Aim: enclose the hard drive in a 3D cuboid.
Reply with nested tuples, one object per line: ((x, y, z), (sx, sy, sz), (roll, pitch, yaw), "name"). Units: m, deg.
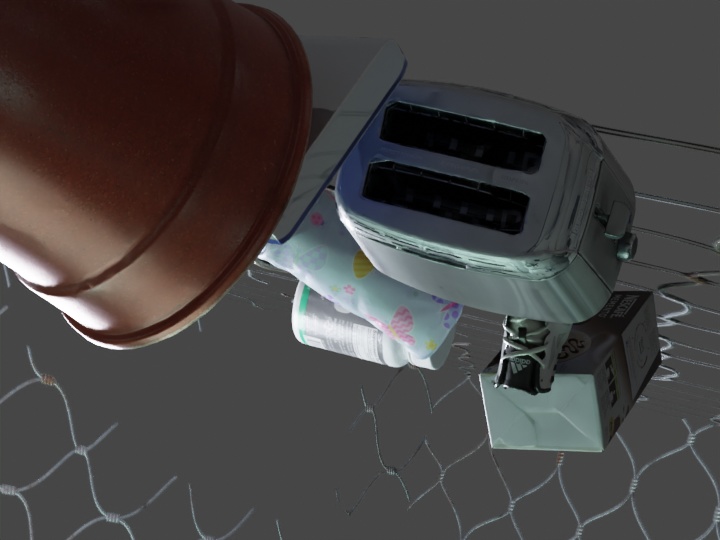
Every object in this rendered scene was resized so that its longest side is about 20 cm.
((-0.081, -0.081, 0.892), (0.198, 0.133, 0.025), (10, 147, 44), "hard drive")

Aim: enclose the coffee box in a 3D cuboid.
((0.203, 0.091, 1.482), (0.112, 0.081, 0.200), (-1, -160, 28), "coffee box")

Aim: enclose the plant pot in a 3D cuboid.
((-0.159, -0.091, 0.778), (0.199, 0.203, 0.195), (9, 163, 46), "plant pot")

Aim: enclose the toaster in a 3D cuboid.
((0.066, -0.045, 0.937), (0.198, 0.115, 0.129), (16, 171, 17), "toaster")

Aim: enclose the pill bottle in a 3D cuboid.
((0.019, 0.062, 2.063), (0.198, 0.115, 0.113), (13, 174, 22), "pill bottle")

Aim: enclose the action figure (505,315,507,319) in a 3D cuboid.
((0.138, 0.024, 1.716), (0.116, 0.055, 0.200), (13, 179, -2), "action figure")

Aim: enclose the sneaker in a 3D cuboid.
((0.148, 0.037, 1.306), (0.075, 0.117, 0.201), (5, 155, 14), "sneaker")

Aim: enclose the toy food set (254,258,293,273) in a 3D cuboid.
((-0.060, -0.033, 1.609), (0.198, 0.061, 0.143), (11, -175, -31), "toy food set")

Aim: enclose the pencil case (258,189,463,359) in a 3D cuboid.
((0.000, 0.000, 1.426), (0.199, 0.084, 0.091), (32, 152, -10), "pencil case")
